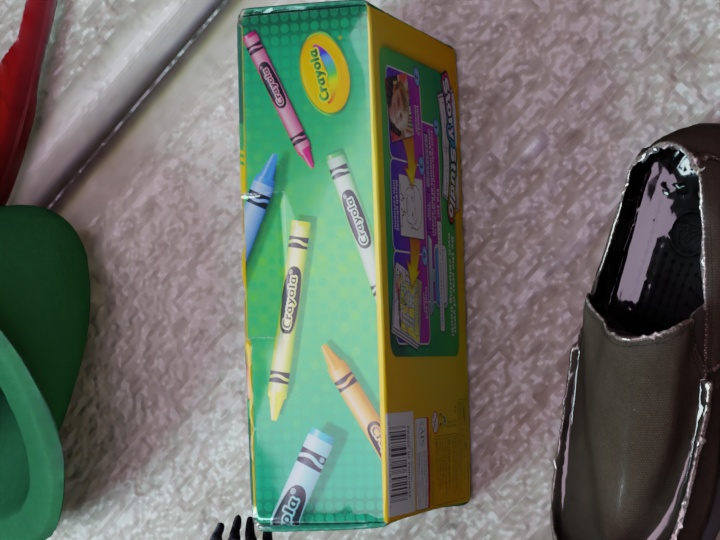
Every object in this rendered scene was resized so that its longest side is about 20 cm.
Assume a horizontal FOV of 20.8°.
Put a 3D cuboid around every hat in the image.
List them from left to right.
[{"bbox_3d":[-0.140,-0.002,0.894,0.165,0.176,0.201,29,139,23],"label":"hat"}]

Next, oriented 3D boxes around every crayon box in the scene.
[{"bbox_3d":[0.000,0.000,0.795,0.058,0.119,0.201,-3,87,18],"label":"crayon box"}]

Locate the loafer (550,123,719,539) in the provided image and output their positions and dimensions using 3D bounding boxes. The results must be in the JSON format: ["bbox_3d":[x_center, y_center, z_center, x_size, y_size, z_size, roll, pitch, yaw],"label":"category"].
[{"bbox_3d":[0.108,0.035,0.775,0.073,0.071,0.201,8,87,36],"label":"loafer"}]

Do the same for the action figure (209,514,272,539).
[{"bbox_3d":[-0.039,0.204,0.815,0.118,0.102,0.201,20,121,10],"label":"action figure"}]
